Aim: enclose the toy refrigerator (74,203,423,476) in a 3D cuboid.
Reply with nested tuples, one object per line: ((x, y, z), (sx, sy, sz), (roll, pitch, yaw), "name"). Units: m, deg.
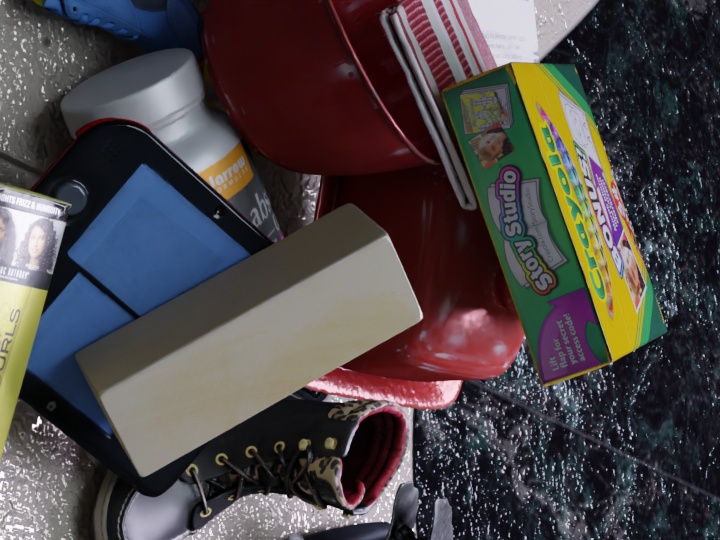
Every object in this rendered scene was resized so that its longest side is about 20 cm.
((-0.067, 0.043, 1.339), (0.199, 0.076, 0.070), (-29, 114, -10), "toy refrigerator")

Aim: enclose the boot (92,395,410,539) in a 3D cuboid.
((-0.070, 0.135, 1.445), (0.200, 0.149, 0.074), (-35, 120, -51), "boot")

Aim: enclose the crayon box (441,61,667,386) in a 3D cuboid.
((0.133, -0.036, 1.457), (0.202, 0.058, 0.172), (71, 19, 2), "crayon box")

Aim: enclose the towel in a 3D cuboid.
((0.066, -0.122, 1.489), (0.145, 0.023, 0.200), (65, 19, -5), "towel")

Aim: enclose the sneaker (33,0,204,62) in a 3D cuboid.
((-0.177, -0.183, 1.425), (0.200, 0.066, 0.079), (45, 63, -41), "sneaker")

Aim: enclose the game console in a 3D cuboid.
((-0.142, 0.022, 1.359), (0.200, 0.031, 0.177), (42, 84, -25), "game console")

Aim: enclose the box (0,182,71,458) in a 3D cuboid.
((-0.234, 0.046, 1.270), (0.075, 0.050, 0.202), (16, 90, -53), "box")

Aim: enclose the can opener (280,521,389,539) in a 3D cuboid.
((-0.027, 0.216, 1.592), (0.063, 0.079, 0.199), (47, 30, 15), "can opener")

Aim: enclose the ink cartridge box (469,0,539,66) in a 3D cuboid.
((0.075, -0.186, 1.755), (0.146, 0.082, 0.202), (-4, 88, -55), "ink cartridge box")

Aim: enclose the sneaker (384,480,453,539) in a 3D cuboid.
((0.019, 0.252, 1.575), (0.201, 0.060, 0.104), (-66, 160, 0), "sneaker")

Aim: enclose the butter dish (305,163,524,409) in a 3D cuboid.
((0.066, 0.002, 1.534), (0.199, 0.147, 0.202), (13, 88, -49), "butter dish")

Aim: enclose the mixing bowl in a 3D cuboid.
((-0.034, -0.139, 1.430), (0.201, 0.108, 0.201), (56, 18, -29), "mixing bowl")

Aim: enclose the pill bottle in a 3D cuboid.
((-0.117, -0.036, 1.437), (0.116, 0.116, 0.201), (-45, 121, -47), "pill bottle")

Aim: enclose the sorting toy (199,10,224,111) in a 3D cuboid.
((-0.053, -0.188, 1.588), (0.199, 0.069, 0.201), (21, 69, -51), "sorting toy")

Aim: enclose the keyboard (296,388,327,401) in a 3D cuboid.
((0.000, 0.000, 1.598), (0.104, 0.039, 0.201), (34, 82, -48), "keyboard")
